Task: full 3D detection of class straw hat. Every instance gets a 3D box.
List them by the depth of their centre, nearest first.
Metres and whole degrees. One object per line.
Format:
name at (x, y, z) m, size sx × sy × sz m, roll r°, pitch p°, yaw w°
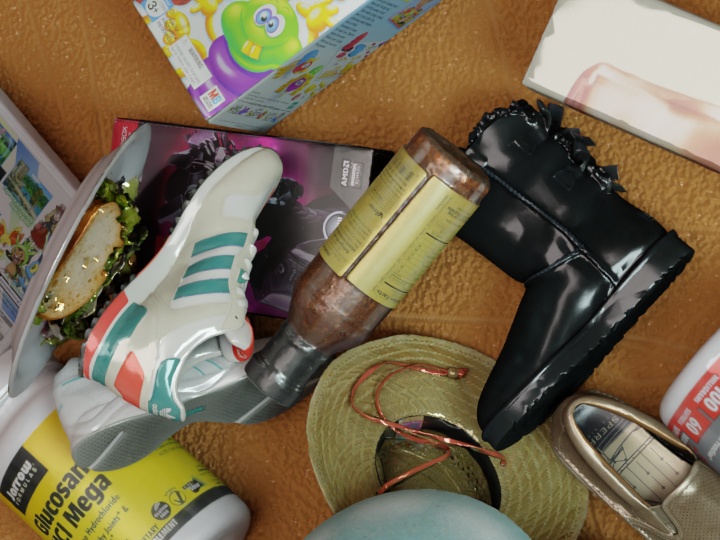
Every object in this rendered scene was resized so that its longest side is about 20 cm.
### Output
straw hat at (0.047, 0.146, 1.586) m, size 0.201 × 0.201 × 0.085 m, roll 40°, pitch 140°, yaw 15°

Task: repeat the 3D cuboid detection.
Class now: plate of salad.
plate of salad at (-0.174, -0.003, 1.563) m, size 0.048 × 0.200 × 0.200 m, roll 25°, pitch 98°, yaw 2°

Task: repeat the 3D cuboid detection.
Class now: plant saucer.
plant saucer at (0.021, 0.218, 1.434) m, size 0.201 × 0.039 × 0.201 m, roll -9°, pitch 61°, yaw 16°

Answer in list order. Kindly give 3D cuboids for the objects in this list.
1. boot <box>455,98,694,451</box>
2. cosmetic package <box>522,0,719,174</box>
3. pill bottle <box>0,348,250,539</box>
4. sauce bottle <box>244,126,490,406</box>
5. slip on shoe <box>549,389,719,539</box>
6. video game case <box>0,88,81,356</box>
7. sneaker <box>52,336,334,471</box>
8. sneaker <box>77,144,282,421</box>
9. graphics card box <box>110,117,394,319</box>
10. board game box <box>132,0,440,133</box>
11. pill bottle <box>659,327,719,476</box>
boot at (0.103, -0.003, 1.571) m, size 0.162 × 0.073 × 0.198 m, roll 43°, pitch 92°, yaw 15°
cosmetic package at (0.217, -0.113, 1.523) m, size 0.200 × 0.103 × 0.087 m, roll 26°, pitch 97°, yaw 19°
pill bottle at (-0.182, 0.144, 1.657) m, size 0.200 × 0.112 × 0.112 m, roll 40°, pitch 102°, yaw 15°
sauce bottle at (0.000, 0.000, 1.549) m, size 0.066 × 0.066 × 0.200 m, roll 45°, pitch 102°, yaw 14°
slip on shoe at (0.208, 0.145, 1.532) m, size 0.200 × 0.061 × 0.076 m, roll 40°, pitch 79°, yaw 11°
video game case at (-0.288, -0.036, 1.718) m, size 0.200 × 0.022 × 0.182 m, roll 49°, pitch 112°, yaw 22°
sneaker at (-0.113, 0.067, 1.617) m, size 0.080 × 0.200 × 0.070 m, roll 59°, pitch 153°, yaw 33°
sneaker at (-0.095, 0.013, 1.573) m, size 0.093 × 0.070 × 0.200 m, roll 33°, pitch 70°, yaw 11°
graphics card box at (-0.082, -0.034, 1.655) m, size 0.200 × 0.051 × 0.126 m, roll 9°, pitch 93°, yaw 18°
board game box at (-0.033, -0.194, 1.610) m, size 0.200 × 0.105 × 0.103 m, roll -35°, pitch 78°, yaw 15°
pill bottle at (0.294, 0.115, 1.487) m, size 0.200 × 0.116 × 0.116 m, roll 43°, pitch 103°, yaw 15°
